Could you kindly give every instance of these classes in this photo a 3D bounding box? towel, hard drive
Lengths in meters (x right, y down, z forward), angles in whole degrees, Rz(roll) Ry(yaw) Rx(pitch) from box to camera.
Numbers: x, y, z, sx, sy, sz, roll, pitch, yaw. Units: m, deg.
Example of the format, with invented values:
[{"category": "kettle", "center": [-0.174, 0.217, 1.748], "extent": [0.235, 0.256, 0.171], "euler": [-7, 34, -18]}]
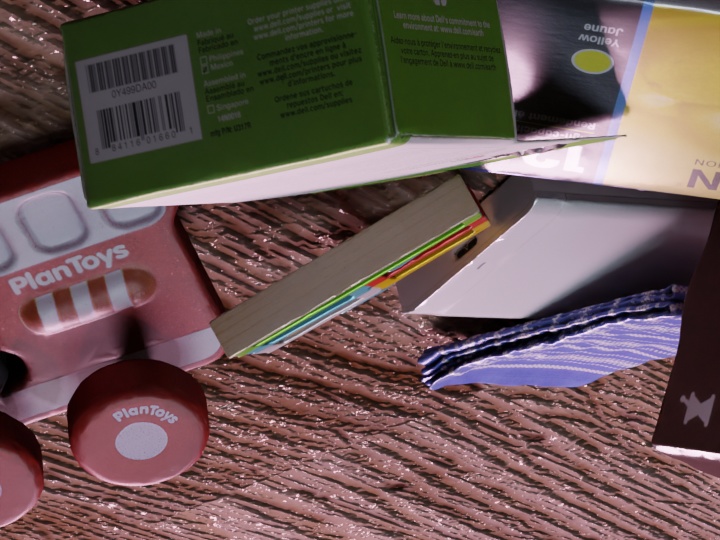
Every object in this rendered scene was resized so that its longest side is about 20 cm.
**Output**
[{"category": "towel", "center": [0.145, 0.041, 1.471], "extent": [0.144, 0.024, 0.199], "euler": [4, 166, -42]}, {"category": "hard drive", "center": [0.136, -0.011, 1.406], "extent": [0.199, 0.026, 0.132], "euler": [3, 153, -32]}]

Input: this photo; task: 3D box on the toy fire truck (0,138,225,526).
[{"category": "toy fire truck", "center": [-0.164, 0.019, 1.233], "extent": [0.199, 0.113, 0.168], "euler": [-17, 133, 7]}]

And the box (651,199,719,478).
[{"category": "box", "center": [0.284, 0.047, 1.325], "extent": [0.199, 0.167, 0.164], "euler": [24, 168, -38]}]

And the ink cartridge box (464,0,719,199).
[{"category": "ink cartridge box", "center": [0.136, -0.071, 1.150], "extent": [0.196, 0.047, 0.200], "euler": [7, 149, 0]}]

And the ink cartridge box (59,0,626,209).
[{"category": "ink cartridge box", "center": [-0.003, -0.075, 1.083], "extent": [0.147, 0.076, 0.200], "euler": [-10, 178, 31]}]

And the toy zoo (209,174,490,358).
[{"category": "toy zoo", "center": [0.000, 0.000, 1.264], "extent": [0.131, 0.021, 0.200], "euler": [-30, 177, 4]}]
